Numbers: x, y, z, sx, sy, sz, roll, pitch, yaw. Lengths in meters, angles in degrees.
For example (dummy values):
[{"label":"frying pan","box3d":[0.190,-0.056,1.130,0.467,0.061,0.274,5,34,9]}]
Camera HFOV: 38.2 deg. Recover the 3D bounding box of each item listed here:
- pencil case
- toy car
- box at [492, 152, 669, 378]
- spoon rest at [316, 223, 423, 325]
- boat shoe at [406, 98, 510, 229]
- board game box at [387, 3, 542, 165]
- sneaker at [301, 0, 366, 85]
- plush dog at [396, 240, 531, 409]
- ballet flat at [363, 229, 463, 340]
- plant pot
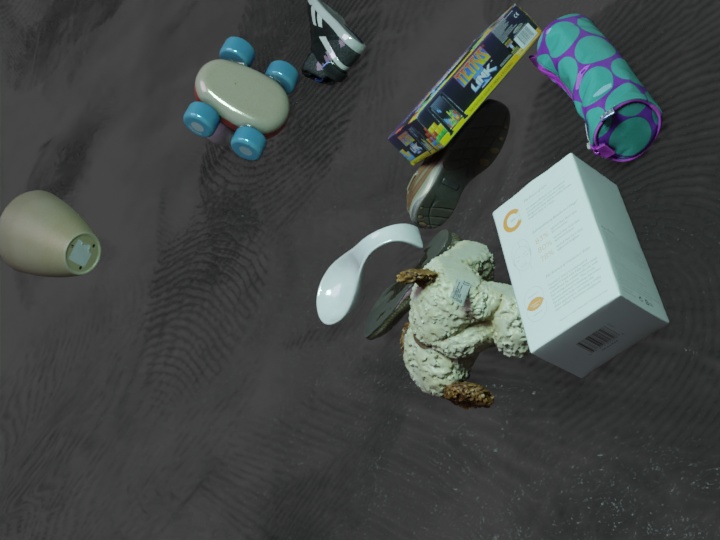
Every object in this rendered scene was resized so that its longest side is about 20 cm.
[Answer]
[{"label":"pencil case","box3d":[0.280,-0.221,1.246,0.092,0.085,0.202,-33,44,14]},{"label":"toy car","box3d":[-0.224,-0.277,1.881,0.186,0.175,0.200,-67,5,-25]},{"label":"box","box3d":[0.241,-0.006,1.159,0.124,0.097,0.202,-37,45,32]},{"label":"spoon rest","box3d":[0.000,0.000,1.485,0.200,0.060,0.100,-41,42,27]},{"label":"boat shoe","box3d":[0.124,-0.153,1.411,0.201,0.075,0.072,-51,36,15]},{"label":"board game box","box3d":[0.133,-0.239,1.361,0.200,0.057,0.165,-49,8,-10]},{"label":"sneaker","box3d":[-0.073,-0.392,1.790,0.112,0.073,0.201,-50,40,16]},{"label":"plush dog","box3d":[0.105,0.075,1.263,0.200,0.158,0.174,-128,43,-52]},{"label":"ballet flat","box3d":[0.073,0.027,1.397,0.200,0.046,0.068,-50,24,25]},{"label":"plant pot","box3d":[-0.658,-0.060,2.258,0.198,0.187,0.190,20,85,39]}]
